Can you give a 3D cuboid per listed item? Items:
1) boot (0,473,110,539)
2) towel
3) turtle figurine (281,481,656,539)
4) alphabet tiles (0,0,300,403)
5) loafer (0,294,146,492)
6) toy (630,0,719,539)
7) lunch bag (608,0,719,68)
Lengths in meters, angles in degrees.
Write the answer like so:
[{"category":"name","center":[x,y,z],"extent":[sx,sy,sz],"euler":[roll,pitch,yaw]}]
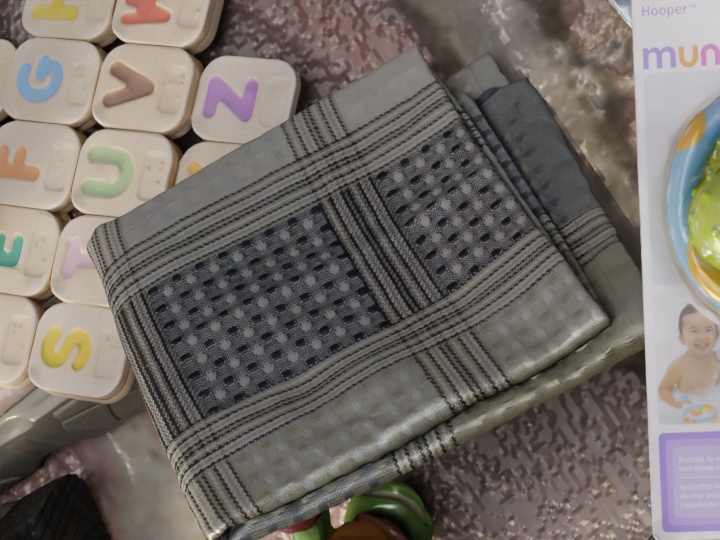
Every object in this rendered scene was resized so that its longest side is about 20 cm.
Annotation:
[{"category":"boot","center":[-0.198,0.158,0.980],"extent":[0.131,0.200,0.070],"euler":[-21,91,19]},{"category":"towel","center":[0.000,0.000,0.890],"extent":[0.199,0.035,0.193],"euler":[-26,43,-2]},{"category":"turtle figurine","center":[0.018,0.112,0.877],"extent":[0.199,0.194,0.144],"euler":[-24,111,26]},{"category":"alphabet tiles","center":[-0.125,-0.044,1.005],"extent":[0.194,0.015,0.202],"euler":[7,79,26]},{"category":"loafer","center":[-0.175,0.064,1.041],"extent":[0.199,0.072,0.063],"euler":[-28,65,15]},{"category":"toy","center":[0.153,-0.008,0.776],"extent":[0.114,0.047,0.202],"euler":[-3,87,10]},{"category":"lunch bag","center":[0.144,-0.178,0.861],"extent":[0.169,0.127,0.201],"euler":[-41,67,17]}]
